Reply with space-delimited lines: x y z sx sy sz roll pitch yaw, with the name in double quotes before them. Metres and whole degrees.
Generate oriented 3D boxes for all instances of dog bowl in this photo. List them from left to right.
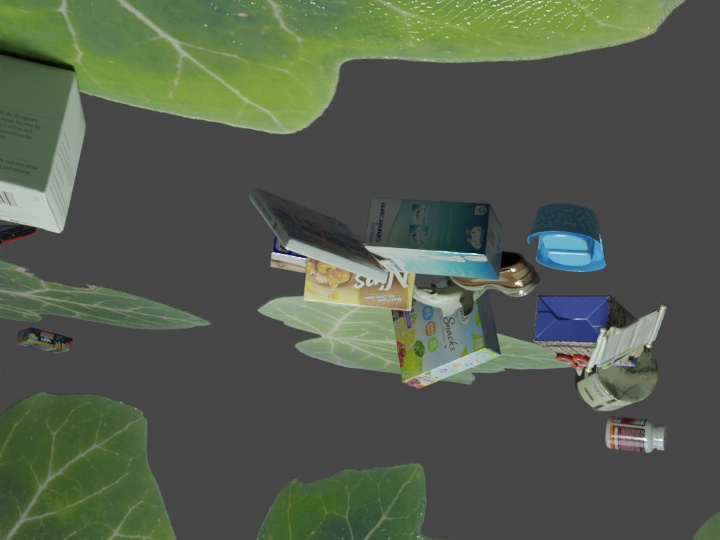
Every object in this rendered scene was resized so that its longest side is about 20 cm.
"dog bowl" 0.323 -0.050 1.476 0.109 0.051 0.200 4 165 20

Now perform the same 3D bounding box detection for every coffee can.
"coffee can" 0.603 0.251 2.252 0.143 0.150 0.200 9 166 0

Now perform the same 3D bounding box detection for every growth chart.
"growth chart" 0.516 0.135 1.840 0.197 0.018 0.147 -18 139 -29

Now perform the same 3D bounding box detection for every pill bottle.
"pill bottle" 0.966 0.576 3.331 0.196 0.116 0.113 2 164 26

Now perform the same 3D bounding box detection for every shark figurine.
"shark figurine" 0.142 0.049 1.774 0.209 0.130 0.090 5 143 5

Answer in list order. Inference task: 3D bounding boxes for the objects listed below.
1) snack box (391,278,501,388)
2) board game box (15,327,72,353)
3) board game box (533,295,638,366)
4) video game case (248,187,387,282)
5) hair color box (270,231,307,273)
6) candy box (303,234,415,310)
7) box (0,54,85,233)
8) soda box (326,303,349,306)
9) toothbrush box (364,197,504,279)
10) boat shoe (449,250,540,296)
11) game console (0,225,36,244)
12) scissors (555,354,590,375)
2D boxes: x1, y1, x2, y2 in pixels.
"snack box" 0.162 0.114 1.850 0.198 0.172 0.067 -26 149 29
"board game box" -1.208 0.268 3.629 0.163 0.058 0.199 20 162 -30
"board game box" 0.467 0.125 1.954 0.157 0.099 0.199 -1 162 34
"video game case" -0.070 -0.058 1.543 0.197 0.024 0.182 20 -161 -35
"hair color box" -0.067 -0.030 1.771 0.196 0.066 0.109 12 166 -4
"candy box" 0.000 0.000 1.690 0.195 0.118 0.055 5 -165 -5
"box" -0.484 -0.173 1.264 0.195 0.175 0.200 11 166 -9
"soda box" 0.006 0.038 1.982 0.196 0.065 0.068 0 163 30
"toothbrush box" 0.121 -0.050 1.529 0.196 0.087 0.146 3 166 20
"boat shoe" 0.228 -0.010 1.677 0.198 0.076 0.073 7 135 47
"game console" -0.813 -0.117 1.993 0.196 0.121 0.172 2 -165 28
"scissors" 0.474 0.208 2.038 0.072 0.014 0.199 -1 161 28
